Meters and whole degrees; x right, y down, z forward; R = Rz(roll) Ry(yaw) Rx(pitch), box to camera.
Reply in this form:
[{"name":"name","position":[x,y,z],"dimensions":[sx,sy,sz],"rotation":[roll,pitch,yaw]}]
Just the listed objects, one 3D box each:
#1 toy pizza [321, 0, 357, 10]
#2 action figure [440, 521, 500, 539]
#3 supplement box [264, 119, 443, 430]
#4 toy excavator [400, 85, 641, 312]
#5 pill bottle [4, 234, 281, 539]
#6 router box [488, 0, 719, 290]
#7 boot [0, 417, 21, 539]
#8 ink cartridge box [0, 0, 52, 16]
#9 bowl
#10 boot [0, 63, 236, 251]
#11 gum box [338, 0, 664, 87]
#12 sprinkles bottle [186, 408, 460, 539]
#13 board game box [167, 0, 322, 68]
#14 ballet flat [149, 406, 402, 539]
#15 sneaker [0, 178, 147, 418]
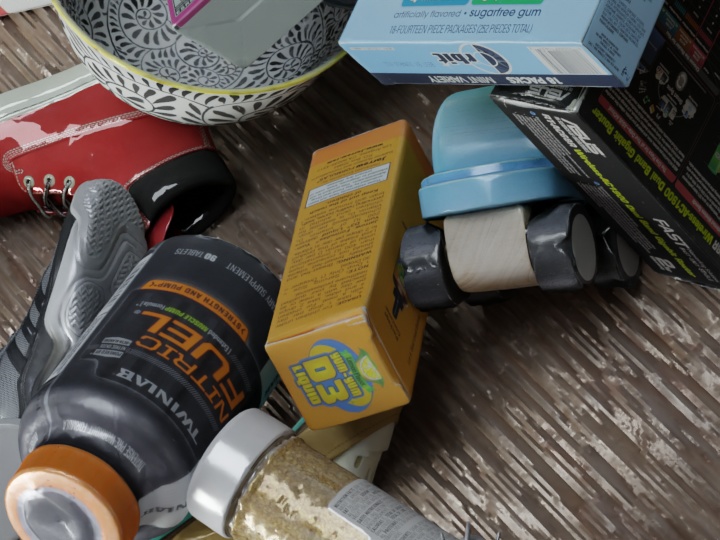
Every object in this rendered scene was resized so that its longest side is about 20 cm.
[{"name":"toy pizza","position":[0.023,-0.239,1.750],"dimensions":[0.200,0.032,0.200],"rotation":[-6,68,16]},{"name":"action figure","position":[0.055,0.221,1.483],"dimensions":[0.130,0.069,0.200],"rotation":[4,102,17]},{"name":"supplement box","position":[0.000,0.000,1.643],"dimensions":[0.069,0.067,0.200],"rotation":[-18,28,17]},{"name":"toy excavator","position":[0.094,-0.084,1.658],"dimensions":[0.100,0.194,0.200],"rotation":[-7,88,25]},{"name":"pill bottle","position":[-0.119,0.077,1.641],"dimensions":[0.106,0.106,0.200],"rotation":[0,35,28]},{"name":"router box","position":[0.167,-0.100,1.575],"dimensions":[0.062,0.200,0.150],"rotation":[14,70,41]},{"name":"boot","position":[-0.248,0.147,1.717],"dimensions":[0.200,0.074,0.096],"rotation":[-41,9,11]},{"name":"ink cartridge box","position":[-0.205,-0.243,1.891],"dimensions":[0.200,0.147,0.083],"rotation":[-10,57,22]},{"name":"bowl","position":[-0.097,-0.152,1.775],"dimensions":[0.201,0.094,0.201],"rotation":[7,51,-8]},{"name":"boot","position":[-0.177,-0.044,1.814],"dimensions":[0.200,0.072,0.144],"rotation":[-26,55,9]},{"name":"gum box","position":[0.096,-0.188,1.514],"dimensions":[0.170,0.045,0.200],"rotation":[5,63,46]},{"name":"sprinkles bottle","position":[0.006,0.150,1.568],"dimensions":[0.200,0.068,0.068],"rotation":[31,80,18]},{"name":"board game box","position":[-0.053,-0.238,1.691],"dimensions":[0.148,0.064,0.200],"rotation":[-39,44,28]},{"name":"ballet flat","position":[-0.032,0.120,1.657],"dimensions":[0.200,0.069,0.063],"rotation":[-41,80,6]},{"name":"sneaker","position":[-0.193,0.043,1.751],"dimensions":[0.114,0.075,0.200],"rotation":[2,80,31]}]
